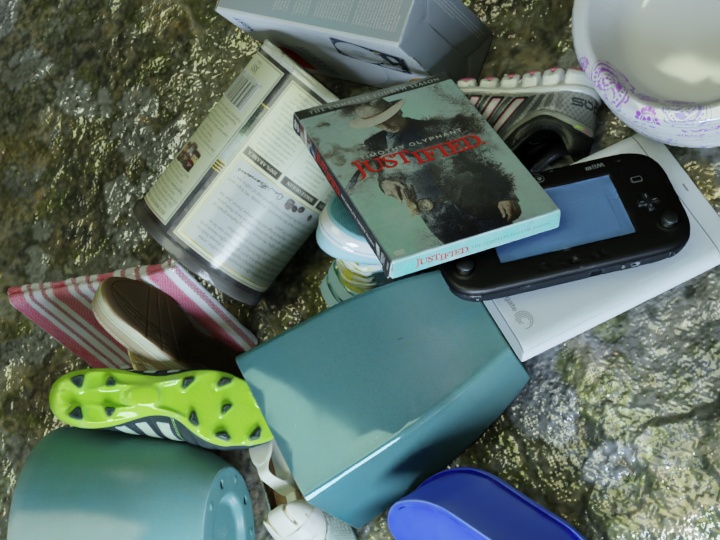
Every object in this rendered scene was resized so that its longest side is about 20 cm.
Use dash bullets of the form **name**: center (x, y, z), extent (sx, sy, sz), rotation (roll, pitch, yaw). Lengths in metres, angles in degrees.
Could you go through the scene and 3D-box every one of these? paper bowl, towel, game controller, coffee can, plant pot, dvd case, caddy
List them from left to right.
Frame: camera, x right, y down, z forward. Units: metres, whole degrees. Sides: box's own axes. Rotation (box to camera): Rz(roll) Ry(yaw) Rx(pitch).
- **towel**: center (-0.215, 0.042, 1.221), extent (0.200, 0.146, 0.030), rotation (-9, 55, 25)
- **plant pot**: center (-0.187, 0.236, 1.128), extent (0.161, 0.201, 0.201), rotation (-3, 74, 15)
- **coffee can**: center (-0.091, -0.090, 1.189), extent (0.146, 0.146, 0.200), rotation (43, 97, 30)
- **plant pot**: center (0.031, 0.097, 1.084), extent (0.200, 0.141, 0.141), rotation (-32, 64, 4)
- **dvd case**: center (0.048, -0.082, 1.031), extent (0.146, 0.022, 0.200), rotation (-17, 45, -16)
- **caddy**: center (0.103, 0.246, 1.023), extent (0.200, 0.105, 0.142), rotation (31, 114, 30)
- **game controller**: center (0.154, -0.036, 1.015), extent (0.200, 0.042, 0.104), rotation (-13, 61, -5)
- **paper bowl**: center (0.281, -0.197, 1.048), extent (0.200, 0.104, 0.201), rotation (-7, 73, 23)

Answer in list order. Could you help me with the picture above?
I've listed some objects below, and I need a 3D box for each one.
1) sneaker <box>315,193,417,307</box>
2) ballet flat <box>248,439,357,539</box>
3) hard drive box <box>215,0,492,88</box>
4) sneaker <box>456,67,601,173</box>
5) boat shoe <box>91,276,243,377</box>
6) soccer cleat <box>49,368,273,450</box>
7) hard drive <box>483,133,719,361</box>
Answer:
- **sneaker**: center (0.000, 0.000, 1.096), extent (0.080, 0.200, 0.131), rotation (45, 111, 19)
- **ballet flat**: center (-0.063, 0.194, 1.139), extent (0.069, 0.071, 0.200), rotation (-33, 64, 18)
- **hard drive box**: center (-0.004, -0.227, 1.177), extent (0.200, 0.156, 0.077), rotation (17, 86, 31)
- **sneaker**: center (0.117, -0.118, 1.130), extent (0.200, 0.074, 0.088), rotation (-7, 67, 21)
- **boat shoe**: center (-0.177, 0.076, 1.161), extent (0.065, 0.200, 0.072), rotation (-29, 48, 21)
- **soccer cleat**: center (-0.168, 0.116, 1.117), extent (0.200, 0.081, 0.068), rotation (8, 81, -13)
- **hard drive**: center (0.185, -0.025, 1.046), extent (0.200, 0.027, 0.132), rotation (-25, 63, -10)
